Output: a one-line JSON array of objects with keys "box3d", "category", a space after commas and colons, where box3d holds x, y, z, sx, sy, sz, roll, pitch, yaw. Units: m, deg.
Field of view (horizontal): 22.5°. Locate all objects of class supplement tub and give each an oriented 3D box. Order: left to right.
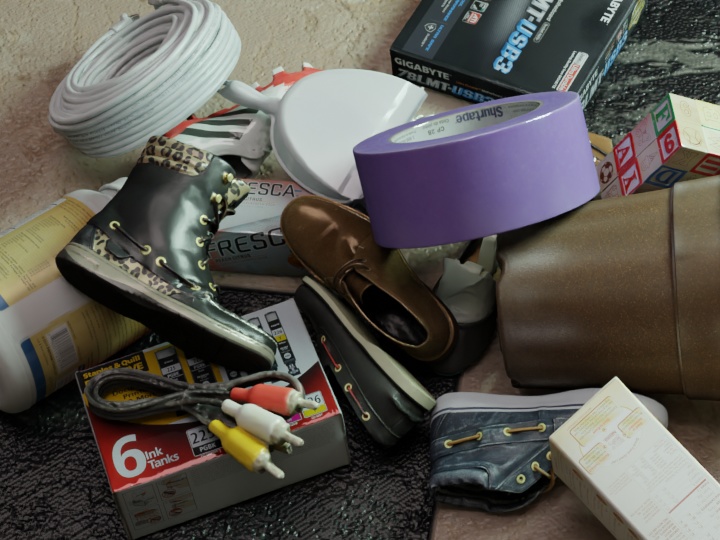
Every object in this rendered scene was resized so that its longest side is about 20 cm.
[{"box3d": [-0.261, 0.018, 1.592, 0.200, 0.145, 0.145, -32, 56, -25], "category": "supplement tub"}]

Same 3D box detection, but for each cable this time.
[{"box3d": [-0.209, -0.186, 1.746, 0.200, 0.069, 0.200, -46, 28, -22], "category": "cable"}, {"box3d": [-0.126, 0.101, 1.471, 0.200, 0.050, 0.097, 19, 61, 17], "category": "cable"}]

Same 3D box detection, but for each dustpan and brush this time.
[{"box3d": [-0.054, -0.146, 1.692, 0.200, 0.057, 0.140, 27, 68, 13], "category": "dustpan and brush"}]

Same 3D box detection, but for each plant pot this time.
[{"box3d": [0.221, 0.021, 1.529, 0.198, 0.200, 0.201, -4, 51, 13], "category": "plant pot"}]

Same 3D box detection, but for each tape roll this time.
[{"box3d": [0.098, -0.087, 1.546, 0.200, 0.085, 0.200, -13, 12, 3], "category": "tape roll"}]

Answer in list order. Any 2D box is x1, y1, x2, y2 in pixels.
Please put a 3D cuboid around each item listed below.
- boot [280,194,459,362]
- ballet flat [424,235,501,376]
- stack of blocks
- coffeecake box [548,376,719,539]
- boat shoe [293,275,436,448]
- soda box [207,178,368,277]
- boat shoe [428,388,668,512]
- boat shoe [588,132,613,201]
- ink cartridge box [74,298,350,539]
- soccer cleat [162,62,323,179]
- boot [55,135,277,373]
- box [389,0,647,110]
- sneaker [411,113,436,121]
[{"box3d": [0.000, 0.000, 1.575, 0.200, 0.075, 0.074, 42, 100, 20], "category": "boot"}, {"box3d": [0.104, 0.000, 1.622, 0.068, 0.068, 0.200, 18, 56, 17], "category": "ballet flat"}, {"box3d": [0.325, -0.080, 1.606, 0.200, 0.115, 0.059, 11, 53, -25], "category": "stack of blocks"}, {"box3d": [0.237, 0.190, 1.373, 0.073, 0.154, 0.200, -41, 74, -5], "category": "coffeecake box"}, {"box3d": [-0.011, 0.074, 1.573, 0.063, 0.074, 0.201, -47, 46, 6], "category": "boat shoe"}, {"box3d": [-0.084, -0.040, 1.676, 0.200, 0.064, 0.068, 3, 53, 9], "category": "soda box"}, {"box3d": [0.154, 0.154, 1.503, 0.200, 0.071, 0.091, -2, 55, 12], "category": "boat shoe"}, {"box3d": [0.205, -0.094, 1.690, 0.068, 0.072, 0.200, -36, 67, -25], "category": "boat shoe"}, {"box3d": [-0.133, 0.109, 1.552, 0.200, 0.084, 0.176, -19, 52, -8], "category": "ink cartridge box"}, {"box3d": [-0.103, -0.133, 1.754, 0.200, 0.069, 0.085, -25, 73, -19], "category": "soccer cleat"}, {"box3d": [-0.135, -0.015, 1.521, 0.200, 0.073, 0.151, 26, 65, 7], "category": "boot"}, {"box3d": [0.161, -0.245, 1.821, 0.198, 0.050, 0.200, 21, 58, 21], "category": "box"}, {"box3d": [0.048, -0.115, 1.706, 0.200, 0.081, 0.075, 6, 54, 20], "category": "sneaker"}]
